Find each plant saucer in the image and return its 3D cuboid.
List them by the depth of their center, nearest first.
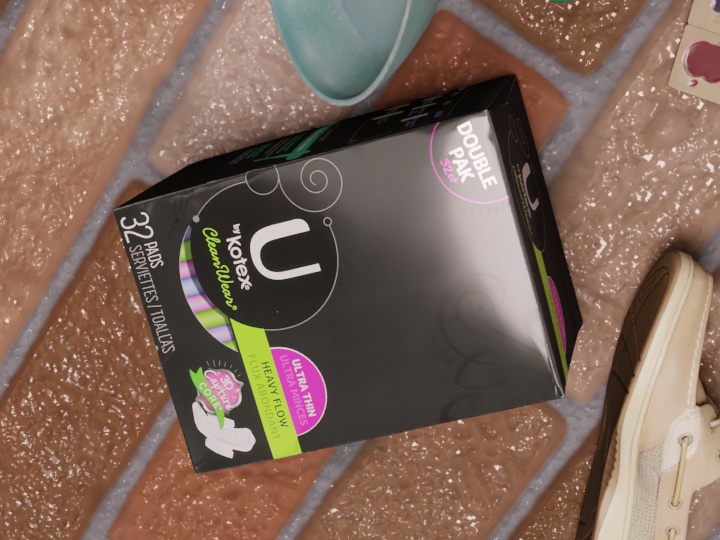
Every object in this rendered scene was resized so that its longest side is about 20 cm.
[{"bbox_3d":[0.000,-0.182,0.712,0.036,0.200,0.202,-6,105,-23],"label":"plant saucer"}]

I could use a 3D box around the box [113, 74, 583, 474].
[{"bbox_3d":[0.000,0.000,0.767,0.198,0.124,0.150,-13,102,15],"label":"box"}]

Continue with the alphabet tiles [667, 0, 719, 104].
[{"bbox_3d":[0.258,-0.135,0.693,0.199,0.008,0.169,26,112,28],"label":"alphabet tiles"}]

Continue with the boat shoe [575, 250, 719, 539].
[{"bbox_3d":[0.163,0.087,0.782,0.064,0.072,0.202,10,108,2],"label":"boat shoe"}]

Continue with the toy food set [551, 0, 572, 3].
[{"bbox_3d":[0.107,-0.230,0.668,0.048,0.198,0.201,-4,119,51],"label":"toy food set"}]
